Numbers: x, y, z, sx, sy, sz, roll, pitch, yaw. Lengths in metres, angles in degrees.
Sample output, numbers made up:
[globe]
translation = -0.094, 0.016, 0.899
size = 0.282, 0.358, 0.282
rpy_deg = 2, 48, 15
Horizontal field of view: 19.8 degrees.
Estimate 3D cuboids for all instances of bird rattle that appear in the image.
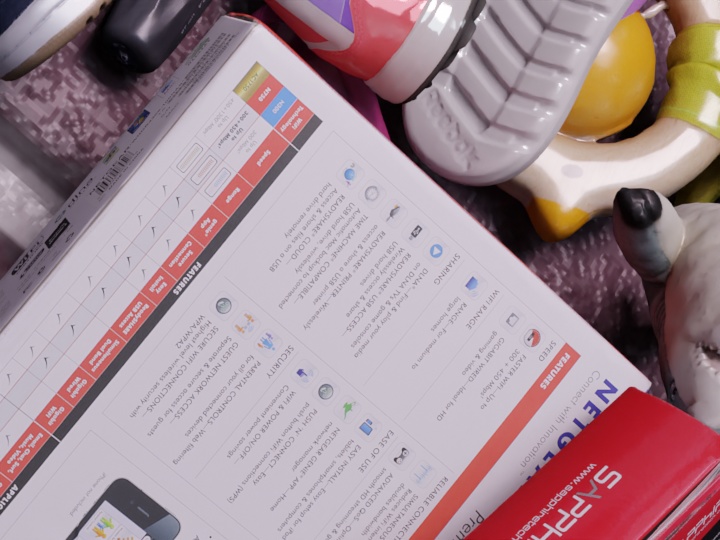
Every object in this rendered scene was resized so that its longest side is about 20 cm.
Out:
[bird rattle]
translation = 0.102, -0.101, 0.802
size = 0.162, 0.113, 0.201
rpy_deg = -30, 93, -16

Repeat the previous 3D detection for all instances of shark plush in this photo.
[shark plush]
translation = 0.115, 0.019, 0.742
size = 0.090, 0.200, 0.084
rpy_deg = 7, 90, -8

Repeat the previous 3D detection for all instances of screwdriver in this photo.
[screwdriver]
translation = -0.039, -0.155, 0.755
size = 0.201, 0.028, 0.029
rpy_deg = -63, 145, -22

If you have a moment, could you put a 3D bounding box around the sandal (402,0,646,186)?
[sandal]
translation = 0.084, -0.121, 0.756
size = 0.082, 0.050, 0.203
rpy_deg = 40, 96, 22

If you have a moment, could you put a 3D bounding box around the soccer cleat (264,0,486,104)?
[soccer cleat]
translation = 0.010, -0.146, 0.741
size = 0.073, 0.068, 0.201
rpy_deg = 29, 43, -18

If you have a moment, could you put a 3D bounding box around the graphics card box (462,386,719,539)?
[graphics card box]
translation = 0.061, 0.147, 0.677
size = 0.051, 0.201, 0.125
rpy_deg = 32, 54, 29

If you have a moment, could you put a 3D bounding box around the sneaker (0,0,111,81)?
[sneaker]
translation = -0.107, -0.165, 0.699
size = 0.108, 0.070, 0.201
rpy_deg = 40, 56, -24

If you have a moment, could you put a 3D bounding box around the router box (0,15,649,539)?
[router box]
translation = -0.037, 0.054, 0.658
size = 0.179, 0.049, 0.200
rpy_deg = 42, 86, -19

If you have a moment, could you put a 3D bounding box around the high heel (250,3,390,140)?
[high heel]
translation = 0.000, 0.000, 0.752
size = 0.201, 0.067, 0.096
rpy_deg = 63, 17, -16
